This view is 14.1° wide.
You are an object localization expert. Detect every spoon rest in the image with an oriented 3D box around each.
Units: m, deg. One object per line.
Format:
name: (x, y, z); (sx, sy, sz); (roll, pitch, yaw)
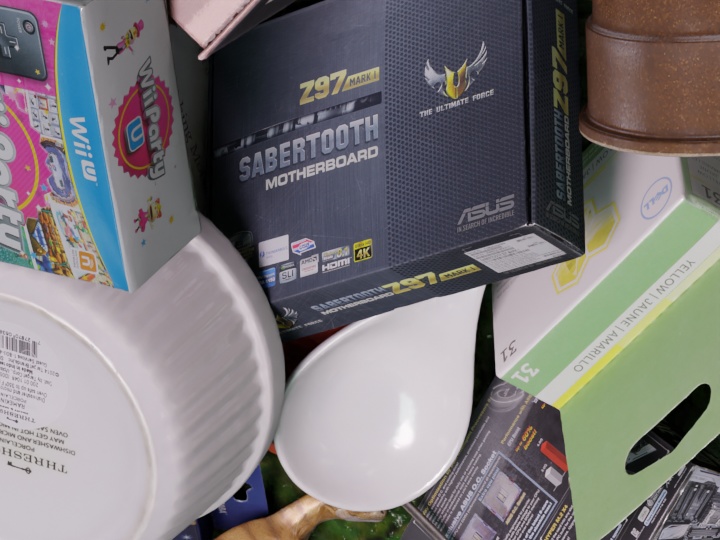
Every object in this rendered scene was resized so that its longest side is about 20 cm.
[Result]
spoon rest: (0.024, 0.031, 1.455); (0.099, 0.061, 0.200); (19, 103, -16)

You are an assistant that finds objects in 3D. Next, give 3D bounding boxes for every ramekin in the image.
ramekin: (-0.147, 0.057, 1.412); (0.200, 0.105, 0.200); (11, 120, 20)

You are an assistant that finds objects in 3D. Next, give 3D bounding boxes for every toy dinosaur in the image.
toy dinosaur: (-0.080, 0.172, 1.606); (0.060, 0.200, 0.106); (47, 159, 47)

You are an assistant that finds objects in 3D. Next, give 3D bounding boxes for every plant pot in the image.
plant pot: (0.185, -0.171, 1.294); (0.200, 0.200, 0.198); (-2, 106, 22)

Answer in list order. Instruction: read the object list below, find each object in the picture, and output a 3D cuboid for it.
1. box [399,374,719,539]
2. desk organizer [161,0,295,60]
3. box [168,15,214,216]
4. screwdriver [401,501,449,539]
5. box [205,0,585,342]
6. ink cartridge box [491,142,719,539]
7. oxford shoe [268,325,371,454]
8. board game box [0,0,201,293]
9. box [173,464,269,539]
box: (0.089, 0.152, 1.469); (0.050, 0.158, 0.200); (23, 100, -38)
desk organizer: (-0.052, -0.166, 1.367); (0.077, 0.200, 0.072); (45, 109, -1)
box: (-0.165, -0.040, 1.518); (0.200, 0.131, 0.199); (-9, 111, 25)
screwdriver: (0.014, 0.111, 1.524); (0.200, 0.029, 0.028); (40, 107, 40)
box: (0.014, -0.062, 1.420); (0.200, 0.158, 0.051); (-15, 152, 33)
ink cartridge box: (0.126, 0.018, 1.397); (0.048, 0.200, 0.146); (29, 125, -22)
oxford shoe: (0.000, 0.000, 1.513); (0.071, 0.073, 0.200); (32, 103, -17)
board game box: (-0.178, -0.084, 1.327); (0.200, 0.064, 0.148); (12, 126, 29)
box: (-0.153, 0.121, 1.599); (0.200, 0.032, 0.121); (4, 150, 6)
